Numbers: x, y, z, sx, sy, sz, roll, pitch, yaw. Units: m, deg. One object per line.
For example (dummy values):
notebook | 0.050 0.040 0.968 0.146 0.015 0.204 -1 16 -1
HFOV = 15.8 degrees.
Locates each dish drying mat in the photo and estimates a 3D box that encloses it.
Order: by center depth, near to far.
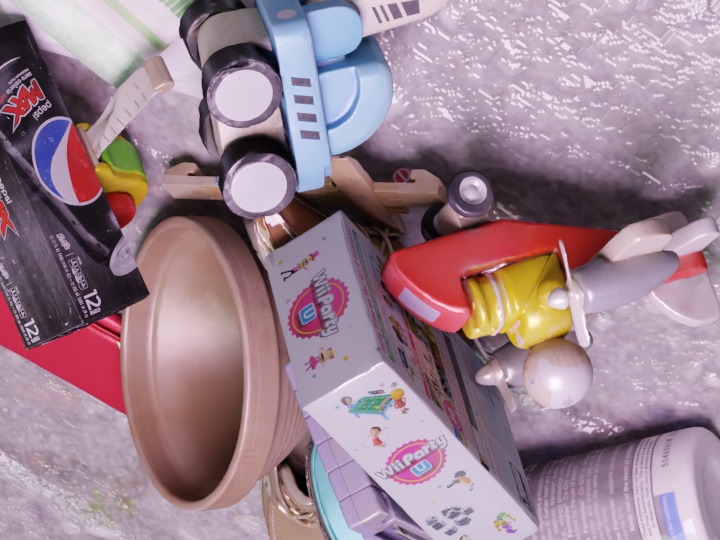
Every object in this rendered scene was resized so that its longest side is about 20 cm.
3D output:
dish drying mat | -0.221 0.043 1.871 0.200 0.018 0.077 29 129 -8

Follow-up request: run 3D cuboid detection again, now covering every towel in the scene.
towel | -0.149 -0.215 1.617 0.153 0.023 0.200 39 126 -16

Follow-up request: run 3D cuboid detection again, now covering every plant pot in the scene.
plant pot | -0.083 0.061 1.771 0.093 0.201 0.201 -3 136 -30

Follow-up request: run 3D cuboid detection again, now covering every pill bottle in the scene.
pill bottle | 0.161 0.184 1.813 0.200 0.114 0.114 -15 121 25

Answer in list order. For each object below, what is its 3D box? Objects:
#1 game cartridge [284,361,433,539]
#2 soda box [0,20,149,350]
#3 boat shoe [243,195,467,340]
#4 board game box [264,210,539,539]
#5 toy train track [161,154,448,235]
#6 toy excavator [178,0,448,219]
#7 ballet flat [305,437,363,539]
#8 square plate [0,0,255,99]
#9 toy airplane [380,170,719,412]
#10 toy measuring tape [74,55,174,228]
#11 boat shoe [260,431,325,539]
game cartridge | 0.021 0.132 1.725 0.038 0.130 0.200 -34 151 13
soda box | -0.217 -0.056 1.688 0.071 0.063 0.200 -23 92 46
boat shoe | 0.000 0.000 1.741 0.074 0.076 0.200 -31 130 20
board game box | 0.028 0.078 1.669 0.064 0.148 0.200 -31 130 13
toy train track | -0.036 -0.063 1.729 0.200 0.033 0.115 2 156 22
toy excavator | -0.008 -0.149 1.605 0.200 0.100 0.195 -13 122 -8
ballet flat | 0.023 0.199 1.802 0.068 0.075 0.200 -32 76 -1
square plate | -0.152 -0.203 1.660 0.200 0.028 0.198 17 129 2
toy airplane | 0.137 0.022 1.654 0.199 0.141 0.200 -10 157 28
toy measuring tape | -0.159 -0.079 1.724 0.074 0.074 0.200 35 133 -12
boat shoe | -0.039 0.152 1.873 0.072 0.065 0.200 14 128 5
